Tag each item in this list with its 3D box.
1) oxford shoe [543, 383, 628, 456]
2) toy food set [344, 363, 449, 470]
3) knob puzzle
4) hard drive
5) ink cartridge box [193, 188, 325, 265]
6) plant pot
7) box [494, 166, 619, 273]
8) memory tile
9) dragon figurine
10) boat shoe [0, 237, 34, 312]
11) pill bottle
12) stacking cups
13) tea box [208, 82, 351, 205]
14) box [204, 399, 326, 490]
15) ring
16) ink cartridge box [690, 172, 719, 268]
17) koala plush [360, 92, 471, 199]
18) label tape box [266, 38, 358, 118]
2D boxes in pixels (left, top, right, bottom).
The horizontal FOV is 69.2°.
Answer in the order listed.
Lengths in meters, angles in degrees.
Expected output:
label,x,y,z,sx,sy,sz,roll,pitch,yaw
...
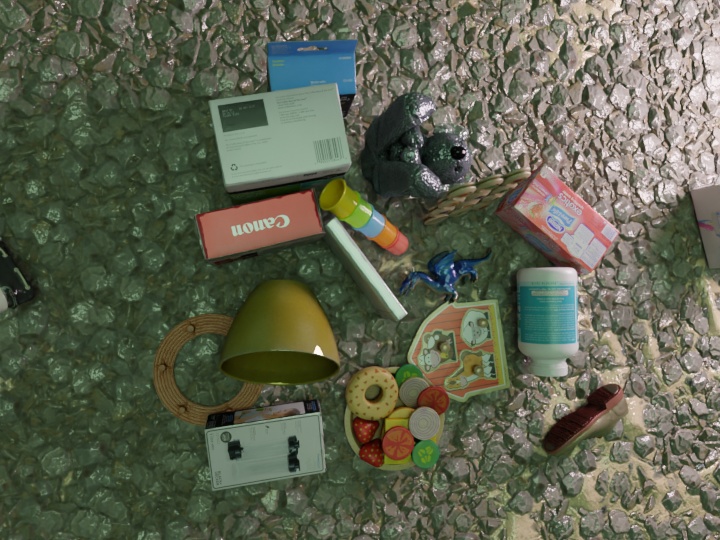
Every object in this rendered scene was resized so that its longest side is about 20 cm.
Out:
label,x,y,z,sx,sy,sz,roll,pitch,yaw
oxford shoe,0.453,0.312,1.029,0.199,0.070,0.075,-34,100,-7
toy food set,0.068,0.274,0.971,0.196,0.049,0.202,1,90,-8
knob puzzle,0.187,0.156,1.005,0.218,0.030,0.222,0,89,-9
hard drive,0.000,0.000,0.924,0.027,0.132,0.201,-37,95,-8
ink cartridge box,-0.166,-0.072,0.876,0.198,0.176,0.085,-14,91,-10
plant pot,-0.135,0.100,0.887,0.198,0.200,0.143,2,63,-9
box,0.376,-0.092,1.009,0.200,0.095,0.103,38,83,-7
memory tile,0.199,-0.128,0.927,0.152,0.200,0.017,-16,83,-11
dragon figurine,0.167,-0.005,0.990,0.200,0.059,0.100,-41,96,-7
boat shoe,-0.611,-0.024,0.858,0.200,0.074,0.060,51,40,10
pill bottle,0.356,0.096,0.994,0.110,0.111,0.202,0,89,-10
stacking cups,0.018,-0.087,0.920,0.199,0.060,0.061,31,83,-39
tea box,-0.134,-0.202,0.873,0.198,0.197,0.135,-11,91,-9
box,-0.164,0.305,0.919,0.198,0.060,0.118,-7,100,-9
ring,-0.268,0.178,0.934,0.199,0.019,0.202,0,90,-9
ink cartridge box,0.788,-0.117,1.063,0.128,0.125,0.202,-15,91,-10
koala plush,0.121,-0.208,0.954,0.199,0.183,0.179,-5,89,-31
label tape box,-0.084,-0.312,0.882,0.143,0.200,0.064,-6,89,-9
